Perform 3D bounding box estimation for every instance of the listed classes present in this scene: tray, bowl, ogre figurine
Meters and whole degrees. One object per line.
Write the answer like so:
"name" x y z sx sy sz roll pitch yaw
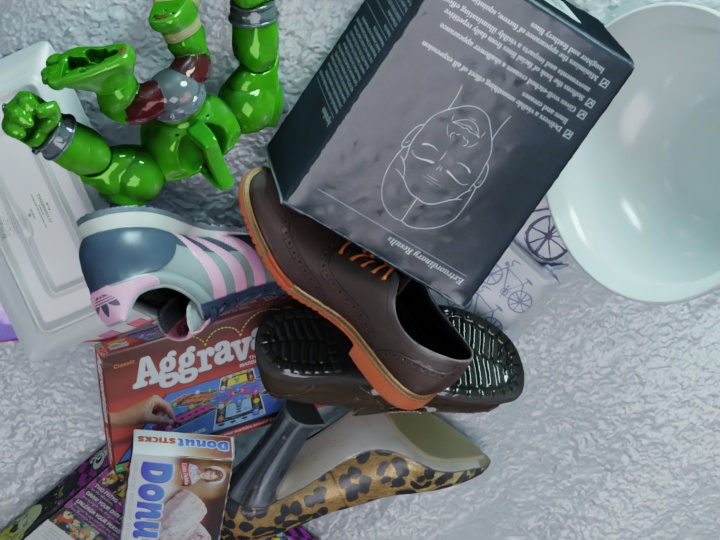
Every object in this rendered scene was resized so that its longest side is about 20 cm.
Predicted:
"tray" -0.216 -0.043 1.487 0.107 0.022 0.201 -23 103 2
"bowl" 0.227 -0.077 1.489 0.090 0.201 0.201 0 129 -48
"ogre figurine" -0.128 -0.113 1.446 0.200 0.098 0.120 -46 131 -27

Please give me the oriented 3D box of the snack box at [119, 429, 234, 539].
"snack box" -0.137 0.184 1.599 0.072 0.024 0.200 5 139 -7

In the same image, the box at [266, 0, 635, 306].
"box" 0.056 -0.106 1.450 0.148 0.107 0.200 30 105 -20

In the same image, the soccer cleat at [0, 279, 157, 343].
"soccer cleat" -0.222 0.012 1.534 0.199 0.067 0.077 -9 134 3

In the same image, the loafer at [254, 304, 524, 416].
"loafer" 0.018 0.067 1.571 0.199 0.073 0.071 8 150 -12

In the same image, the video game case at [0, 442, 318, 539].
"video game case" -0.155 0.221 1.691 0.181 0.036 0.200 -41 118 17

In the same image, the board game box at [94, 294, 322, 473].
"board game box" -0.090 0.071 1.577 0.199 0.019 0.103 -17 124 -21

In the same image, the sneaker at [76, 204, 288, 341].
"sneaker" -0.107 0.012 1.491 0.200 0.082 0.070 9 157 -42

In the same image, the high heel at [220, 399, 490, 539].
"high heel" -0.010 0.162 1.655 0.199 0.072 0.143 13 127 -33

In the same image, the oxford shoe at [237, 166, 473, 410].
"oxford shoe" 0.000 0.000 1.489 0.200 0.071 0.072 47 135 -8

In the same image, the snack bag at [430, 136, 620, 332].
"snack bag" 0.079 -0.045 1.556 0.200 0.021 0.188 -43 117 13
